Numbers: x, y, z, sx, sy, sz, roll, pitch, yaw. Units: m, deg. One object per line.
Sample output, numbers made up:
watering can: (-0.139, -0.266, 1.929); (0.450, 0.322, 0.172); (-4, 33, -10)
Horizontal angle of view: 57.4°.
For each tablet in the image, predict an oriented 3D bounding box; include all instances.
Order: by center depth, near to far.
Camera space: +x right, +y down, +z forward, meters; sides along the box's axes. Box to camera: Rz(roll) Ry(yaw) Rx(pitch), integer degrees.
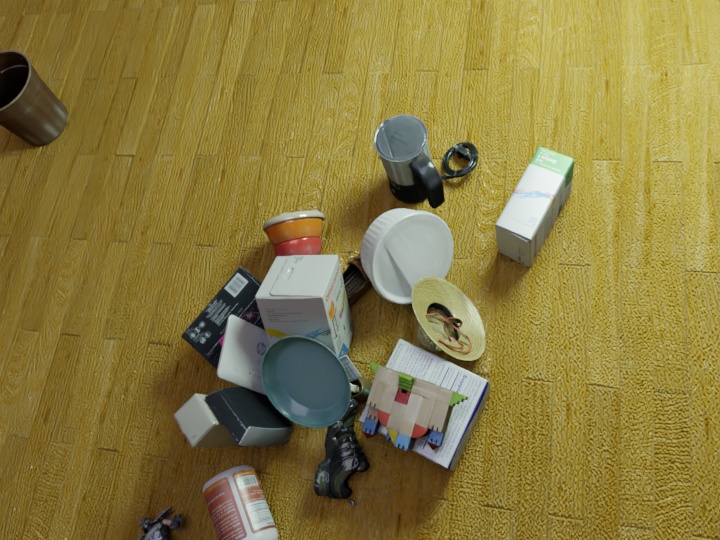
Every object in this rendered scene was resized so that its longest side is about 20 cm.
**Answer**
tablet: (-0.215, 0.185, 1.376); (0.014, 0.200, 0.132); (-8, 63, 34)

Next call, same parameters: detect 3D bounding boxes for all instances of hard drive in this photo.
hard drive: (-0.215, 0.291, 1.326); (0.042, 0.200, 0.135); (-46, 66, 6)

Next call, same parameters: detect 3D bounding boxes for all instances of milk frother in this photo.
milk frother: (0.152, -0.263, 1.464); (0.179, 0.188, 0.201); (32, 79, 22)

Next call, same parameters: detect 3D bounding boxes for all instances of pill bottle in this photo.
pill bottle: (-0.230, 0.500, 1.297); (0.111, 0.112, 0.201); (-28, 65, 2)

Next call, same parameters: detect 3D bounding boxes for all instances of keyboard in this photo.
keyboard: (-0.092, 0.232, 1.347); (0.199, 0.011, 0.057); (-28, 99, 25)

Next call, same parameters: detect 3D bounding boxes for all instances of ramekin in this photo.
ramekin: (0.090, -0.038, 1.392); (0.202, 0.203, 0.094); (-45, 35, -7)

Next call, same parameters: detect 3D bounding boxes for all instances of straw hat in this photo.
straw hat: (0.160, 0.119, 1.362); (0.085, 0.199, 0.202); (-49, 57, 39)

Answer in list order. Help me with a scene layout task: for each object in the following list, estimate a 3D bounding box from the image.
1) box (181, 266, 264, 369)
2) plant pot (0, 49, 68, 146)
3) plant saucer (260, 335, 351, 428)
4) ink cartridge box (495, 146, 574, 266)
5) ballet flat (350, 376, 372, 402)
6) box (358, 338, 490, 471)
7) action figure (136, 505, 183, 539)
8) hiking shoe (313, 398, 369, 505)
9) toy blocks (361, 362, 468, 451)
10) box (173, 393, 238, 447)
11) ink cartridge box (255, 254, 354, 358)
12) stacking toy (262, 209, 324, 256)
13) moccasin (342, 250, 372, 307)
box: (-0.270, 0.119, 1.459); (0.132, 0.115, 0.201); (35, 79, 25)
plant pot: (-0.926, -0.458, 1.807); (0.197, 0.198, 0.203); (-5, 67, 13)
plant saucer: (-0.104, 0.215, 1.306); (0.197, 0.036, 0.203); (8, 112, 20)
ink cartridge box: (0.365, -0.130, 1.381); (0.083, 0.145, 0.201); (26, 77, 23)
ballet flat: (-0.071, 0.235, 1.384); (0.197, 0.072, 0.069); (11, 76, 18)
box: (0.130, 0.267, 1.304); (0.198, 0.105, 0.185); (24, 76, 22)
action figure: (-0.391, 0.568, 1.336); (0.199, 0.069, 0.131); (36, 86, 27)
hiking shoe: (-0.023, 0.363, 1.331); (0.099, 0.076, 0.203); (14, 81, 9)
toy blocks: (0.086, 0.267, 1.217); (0.198, 0.100, 0.138); (16, 85, 20)
box: (-0.279, 0.306, 1.334); (0.068, 0.200, 0.082); (-44, 66, 7)
ink cartridge box: (-0.109, 0.089, 1.357); (0.143, 0.202, 0.148); (-2, 35, 15)
stacking toy: (-0.137, -0.027, 1.498); (0.144, 0.146, 0.203); (-12, 85, 9)
moccasin: (-0.001, -0.001, 1.458); (0.201, 0.078, 0.074); (-44, 65, -6)
